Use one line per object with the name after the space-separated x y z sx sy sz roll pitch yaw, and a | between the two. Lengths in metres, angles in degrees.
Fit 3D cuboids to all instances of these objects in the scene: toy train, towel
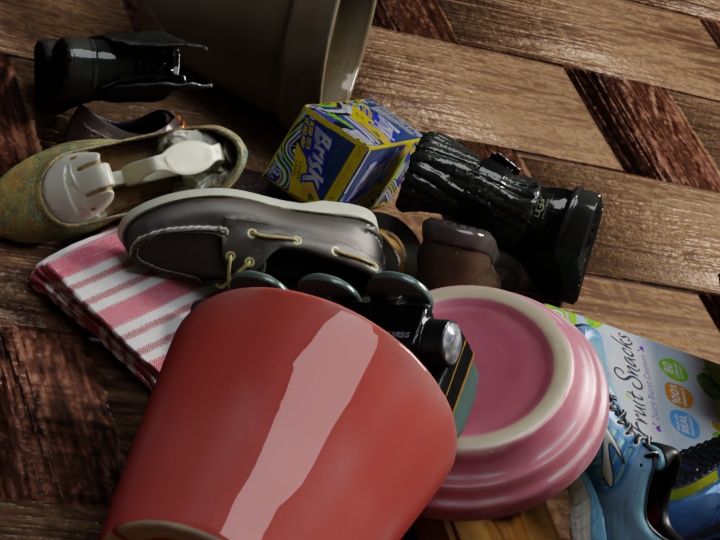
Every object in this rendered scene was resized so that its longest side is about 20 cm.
-0.017 0.060 1.515 0.200 0.114 0.085 1 51 28 | toy train
-0.126 0.043 1.649 0.200 0.030 0.146 43 35 15 | towel

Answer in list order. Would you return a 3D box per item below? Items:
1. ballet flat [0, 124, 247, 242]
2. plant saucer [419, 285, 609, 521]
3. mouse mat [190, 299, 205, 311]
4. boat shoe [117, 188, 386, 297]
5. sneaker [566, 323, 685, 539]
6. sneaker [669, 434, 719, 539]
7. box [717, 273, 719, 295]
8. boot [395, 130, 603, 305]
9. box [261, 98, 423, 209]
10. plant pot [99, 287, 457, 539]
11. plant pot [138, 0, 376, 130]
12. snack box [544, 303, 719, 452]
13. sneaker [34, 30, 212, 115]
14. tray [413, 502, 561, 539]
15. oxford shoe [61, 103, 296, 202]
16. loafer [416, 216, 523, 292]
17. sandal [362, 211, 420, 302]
-0.174 -0.068 1.669 0.200 0.071 0.071 -13 49 -23 | ballet flat
0.073 0.082 1.593 0.200 0.051 0.201 -3 48 3 | plant saucer
-0.052 0.115 1.586 0.161 0.008 0.200 23 42 -20 | mouse mat
-0.075 -0.014 1.662 0.201 0.072 0.061 1 50 -22 | boat shoe
0.191 0.131 1.645 0.078 0.090 0.200 6 66 -57 | sneaker
0.306 0.156 1.717 0.200 0.079 0.066 -22 17 -11 | sneaker
0.391 0.082 1.804 0.200 0.148 0.124 56 23 -27 | box
0.113 -0.045 1.851 0.157 0.080 0.211 17 -14 9 | boot
-0.010 -0.091 1.824 0.064 0.070 0.200 34 13 10 | box
-0.063 0.140 1.413 0.200 0.201 0.177 29 50 0 | plant pot
-0.087 -0.227 1.924 0.173 0.200 0.200 15 31 8 | plant pot
0.228 0.115 1.795 0.200 0.053 0.142 19 33 -16 | snack box
-0.186 -0.151 1.745 0.104 0.060 0.200 -2 2 -17 | sneaker
0.076 0.145 1.653 0.098 0.037 0.200 10 38 -27 | tray
-0.134 -0.082 1.752 0.200 0.073 0.071 8 11 -31 | oxford shoe
0.075 0.010 1.770 0.073 0.071 0.200 15 -6 17 | loafer
0.000 0.000 1.753 0.082 0.055 0.200 6 29 13 | sandal
